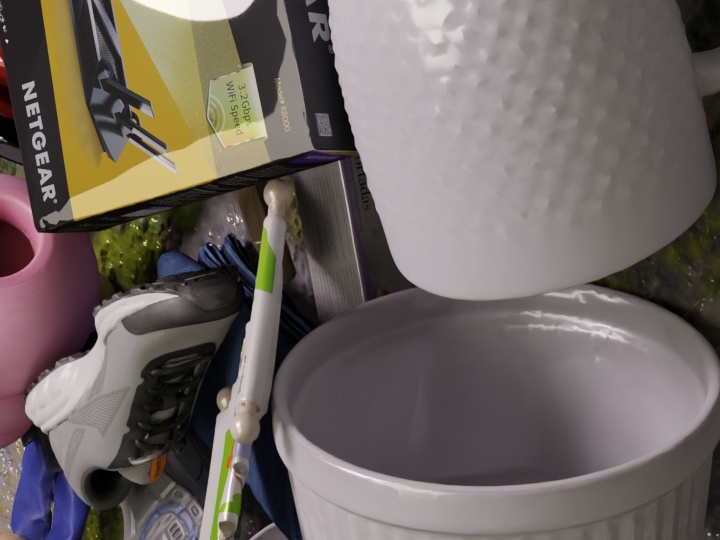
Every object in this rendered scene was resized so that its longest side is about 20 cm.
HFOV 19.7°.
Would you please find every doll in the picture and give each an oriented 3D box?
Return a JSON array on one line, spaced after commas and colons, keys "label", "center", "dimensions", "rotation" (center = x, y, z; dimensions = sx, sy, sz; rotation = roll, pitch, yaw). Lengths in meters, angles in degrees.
[{"label": "doll", "center": [-0.177, 0.094, 1.264], "dimensions": [0.136, 0.048, 0.202], "rotation": [32, 116, 46]}]

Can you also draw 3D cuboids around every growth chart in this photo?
[{"label": "growth chart", "center": [-0.056, 0.073, 0.956], "dimensions": [0.201, 0.018, 0.146], "rotation": [108, 171, -55]}]

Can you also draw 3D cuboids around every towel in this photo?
[{"label": "towel", "center": [-0.048, 0.064, 1.087], "dimensions": [0.200, 0.048, 0.113], "rotation": [38, 134, 55]}]

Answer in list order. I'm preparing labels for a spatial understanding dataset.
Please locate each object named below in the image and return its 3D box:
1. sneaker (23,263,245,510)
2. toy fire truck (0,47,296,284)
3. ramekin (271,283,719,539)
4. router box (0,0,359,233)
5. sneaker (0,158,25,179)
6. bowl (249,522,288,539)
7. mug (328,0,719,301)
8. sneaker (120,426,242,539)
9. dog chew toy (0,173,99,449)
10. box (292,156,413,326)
[{"label": "sneaker", "center": [-0.105, 0.058, 1.061], "dimensions": [0.200, 0.073, 0.080], "rotation": [-46, 63, 51]}, {"label": "toy fire truck", "center": [-0.116, -0.081, 1.059], "dimensions": [0.198, 0.176, 0.130], "rotation": [10, 75, 34]}, {"label": "ramekin", "center": [0.062, 0.092, 0.923], "dimensions": [0.199, 0.199, 0.106], "rotation": [18, 123, 41]}, {"label": "router box", "center": [-0.091, -0.131, 0.940], "dimensions": [0.156, 0.052, 0.202], "rotation": [-15, 85, 30]}, {"label": "sneaker", "center": [-0.182, -0.079, 1.218], "dimensions": [0.088, 0.077, 0.201], "rotation": [38, 132, 15]}, {"label": "bowl", "center": [-0.011, 0.236, 1.016], "dimensions": [0.198, 0.200, 0.075], "rotation": [27, 130, 16]}, {"label": "mug", "center": [0.084, -0.108, 0.865], "dimensions": [0.148, 0.198, 0.177], "rotation": [-102, -6, -64]}, {"label": "sneaker", "center": [-0.095, 0.133, 1.154], "dimensions": [0.074, 0.087, 0.201], "rotation": [-44, 56, 25]}, {"label": "dog chew toy", "center": [-0.213, 0.035, 1.172], "dimensions": [0.125, 0.124, 0.201], "rotation": [53, 151, 20]}, {"label": "box", "center": [0.000, 0.000, 1.066], "dimensions": [0.041, 0.038, 0.202], "rotation": [-6, 97, 45]}]
